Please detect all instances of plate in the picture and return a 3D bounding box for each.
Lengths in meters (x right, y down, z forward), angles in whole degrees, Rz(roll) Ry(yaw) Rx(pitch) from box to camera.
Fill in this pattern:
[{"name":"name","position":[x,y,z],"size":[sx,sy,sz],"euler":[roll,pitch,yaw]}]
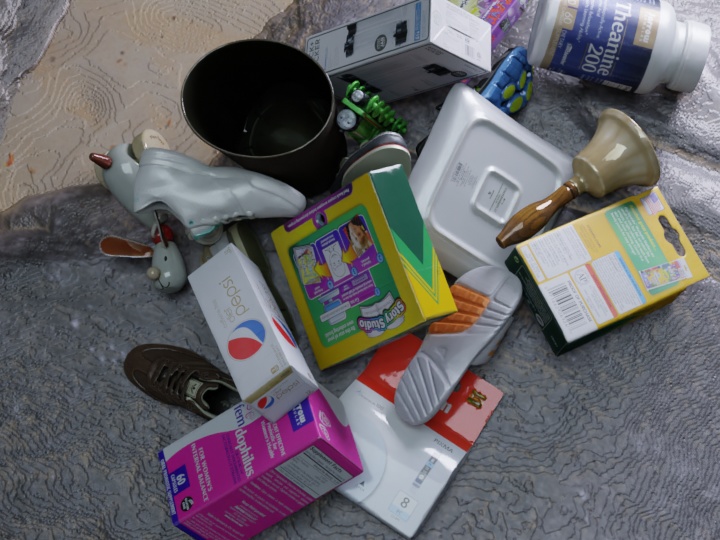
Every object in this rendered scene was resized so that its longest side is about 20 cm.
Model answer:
[{"name":"plate","position":[0.150,-0.084,1.672],"size":[0.199,0.032,0.201],"euler":[30,80,-22]}]

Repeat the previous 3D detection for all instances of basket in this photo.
[{"name":"basket","position":[-0.093,-0.166,1.684],"size":[0.178,0.200,0.137],"euler":[10,79,15]}]

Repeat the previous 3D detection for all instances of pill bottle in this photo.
[{"name":"pill bottle","position":[0.303,-0.272,1.707],"size":[0.198,0.111,0.112],"euler":[14,77,-1]}]

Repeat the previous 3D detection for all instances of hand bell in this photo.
[{"name":"hand bell","position":[0.234,-0.087,1.659],"size":[0.199,0.104,0.104],"euler":[-35,74,-13]}]

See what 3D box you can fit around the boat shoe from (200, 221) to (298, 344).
[{"name":"boat shoe","position":[-0.131,0.045,1.710],"size":[0.068,0.075,0.202],"euler":[-30,62,19]}]

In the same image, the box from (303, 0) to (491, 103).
[{"name":"box","position":[0.041,-0.251,1.692],"size":[0.199,0.116,0.061],"euler":[-12,70,42]}]

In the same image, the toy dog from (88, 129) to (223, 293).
[{"name":"toy dog","position":[-0.267,-0.076,1.727],"size":[0.132,0.096,0.201],"euler":[-50,64,26]}]

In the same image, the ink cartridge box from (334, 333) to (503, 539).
[{"name":"ink cartridge box","position":[0.047,0.181,1.662],"size":[0.159,0.047,0.201],"euler":[32,84,14]}]

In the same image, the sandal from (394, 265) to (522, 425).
[{"name":"sandal","position":[0.112,0.086,1.663],"size":[0.079,0.059,0.207],"euler":[37,93,28]}]

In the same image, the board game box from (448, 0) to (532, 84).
[{"name":"board game box","position":[0.142,-0.320,1.762],"size":[0.120,0.032,0.201],"euler":[32,80,41]}]

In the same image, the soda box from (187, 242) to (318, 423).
[{"name":"soda box","position":[-0.120,0.067,1.594],"size":[0.068,0.064,0.201],"euler":[-37,49,8]}]

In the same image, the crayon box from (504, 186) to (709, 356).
[{"name":"crayon box","position":[0.281,0.000,1.658],"size":[0.198,0.052,0.127],"euler":[-22,74,-19]}]

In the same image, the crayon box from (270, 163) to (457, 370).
[{"name":"crayon box","position":[0.000,0.000,1.633],"size":[0.058,0.199,0.174],"euler":[-17,83,-41]}]

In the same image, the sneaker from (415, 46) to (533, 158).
[{"name":"sneaker","position":[0.136,-0.198,1.732],"size":[0.082,0.071,0.200],"euler":[23,65,43]}]

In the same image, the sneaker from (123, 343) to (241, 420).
[{"name":"sneaker","position":[-0.190,0.131,1.689],"size":[0.198,0.076,0.071],"euler":[22,79,11]}]

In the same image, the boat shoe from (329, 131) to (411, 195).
[{"name":"boat shoe","position":[0.009,-0.114,1.670],"size":[0.070,0.200,0.063],"euler":[11,66,-12]}]

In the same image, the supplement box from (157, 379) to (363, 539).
[{"name":"supplement box","position":[-0.111,0.212,1.608],"size":[0.199,0.103,0.102],"euler":[-31,49,12]}]

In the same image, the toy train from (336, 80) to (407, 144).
[{"name":"toy train","position":[0.011,-0.172,1.683],"size":[0.042,0.200,0.057],"euler":[37,95,13]}]

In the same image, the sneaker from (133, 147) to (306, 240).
[{"name":"sneaker","position":[-0.164,-0.074,1.669],"size":[0.198,0.075,0.089],"euler":[13,78,2]}]
